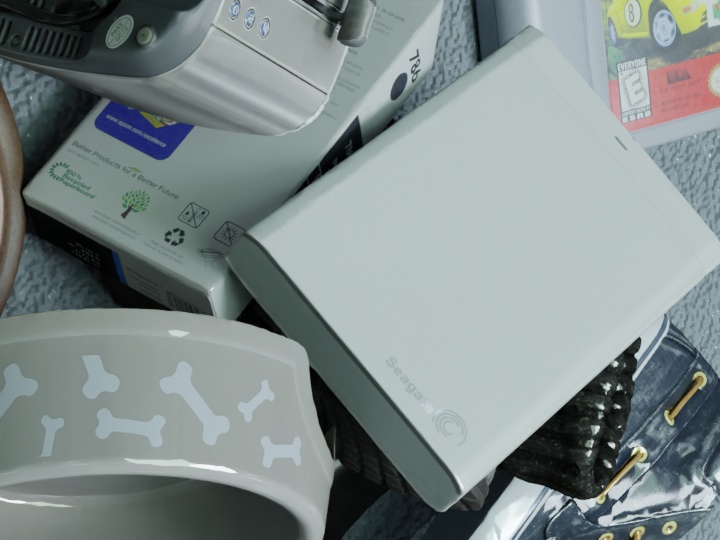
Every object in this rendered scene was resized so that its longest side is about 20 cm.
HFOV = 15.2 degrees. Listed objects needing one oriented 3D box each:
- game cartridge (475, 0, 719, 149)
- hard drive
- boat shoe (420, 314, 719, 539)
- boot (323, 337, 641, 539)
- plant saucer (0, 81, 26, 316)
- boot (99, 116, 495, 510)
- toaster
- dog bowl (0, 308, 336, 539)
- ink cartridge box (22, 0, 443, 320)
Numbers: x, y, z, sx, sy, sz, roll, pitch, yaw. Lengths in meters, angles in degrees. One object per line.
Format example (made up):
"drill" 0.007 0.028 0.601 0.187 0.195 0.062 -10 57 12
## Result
"game cartridge" 0.140 -0.129 1.311 0.199 0.041 0.134 -17 103 -36
"hard drive" 0.052 -0.006 1.103 0.132 0.026 0.200 50 48 3
"boat shoe" 0.100 0.112 1.233 0.091 0.071 0.200 41 76 -10
"boot" 0.028 0.082 1.164 0.079 0.157 0.212 60 48 -79
"plant saucer" -0.206 -0.022 1.043 0.200 0.037 0.201 -7 101 -39
"boot" 0.000 0.000 1.123 0.132 0.200 0.070 -50 164 -18
"toaster" -0.091 -0.121 1.040 0.129 0.199 0.114 25 81 -56
"dog bowl" -0.102 0.082 1.036 0.200 0.200 0.059 19 57 -39
"ink cartridge box" -0.042 -0.074 1.124 0.200 0.099 0.039 -52 155 -23
